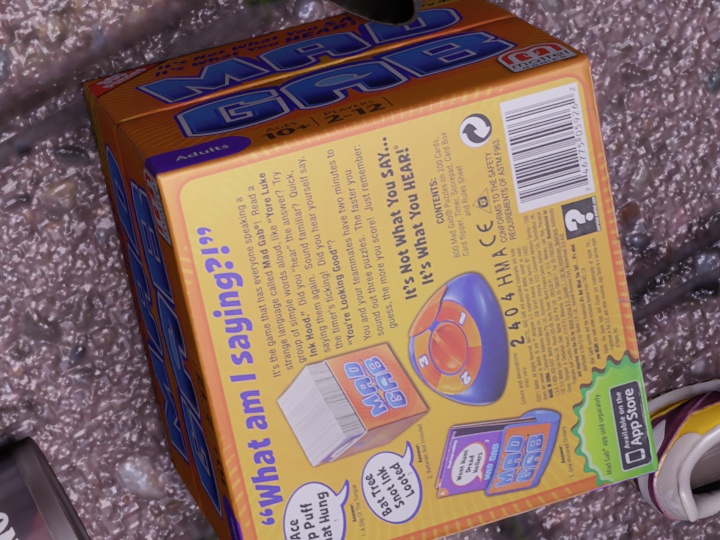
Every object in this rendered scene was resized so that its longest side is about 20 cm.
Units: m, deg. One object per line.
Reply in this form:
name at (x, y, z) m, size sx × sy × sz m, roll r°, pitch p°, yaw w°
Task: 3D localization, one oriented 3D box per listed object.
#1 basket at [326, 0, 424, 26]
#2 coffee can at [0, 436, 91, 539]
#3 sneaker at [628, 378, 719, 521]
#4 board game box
basket at (0.027, -0.233, 1.161) m, size 0.136 × 0.180 × 0.201 m, roll 38°, pitch 83°, yaw -13°
coffee can at (-0.211, 0.192, 1.212) m, size 0.199 × 0.146 × 0.147 m, roll -29°, pitch 111°, yaw -7°
sneaker at (0.238, 0.075, 1.340) m, size 0.199 × 0.090 × 0.075 m, roll -31°, pitch 111°, yaw -6°
board game box at (0.000, 0.000, 1.190) m, size 0.198 × 0.200 × 0.202 m, roll -16°, pitch 109°, yaw -12°
